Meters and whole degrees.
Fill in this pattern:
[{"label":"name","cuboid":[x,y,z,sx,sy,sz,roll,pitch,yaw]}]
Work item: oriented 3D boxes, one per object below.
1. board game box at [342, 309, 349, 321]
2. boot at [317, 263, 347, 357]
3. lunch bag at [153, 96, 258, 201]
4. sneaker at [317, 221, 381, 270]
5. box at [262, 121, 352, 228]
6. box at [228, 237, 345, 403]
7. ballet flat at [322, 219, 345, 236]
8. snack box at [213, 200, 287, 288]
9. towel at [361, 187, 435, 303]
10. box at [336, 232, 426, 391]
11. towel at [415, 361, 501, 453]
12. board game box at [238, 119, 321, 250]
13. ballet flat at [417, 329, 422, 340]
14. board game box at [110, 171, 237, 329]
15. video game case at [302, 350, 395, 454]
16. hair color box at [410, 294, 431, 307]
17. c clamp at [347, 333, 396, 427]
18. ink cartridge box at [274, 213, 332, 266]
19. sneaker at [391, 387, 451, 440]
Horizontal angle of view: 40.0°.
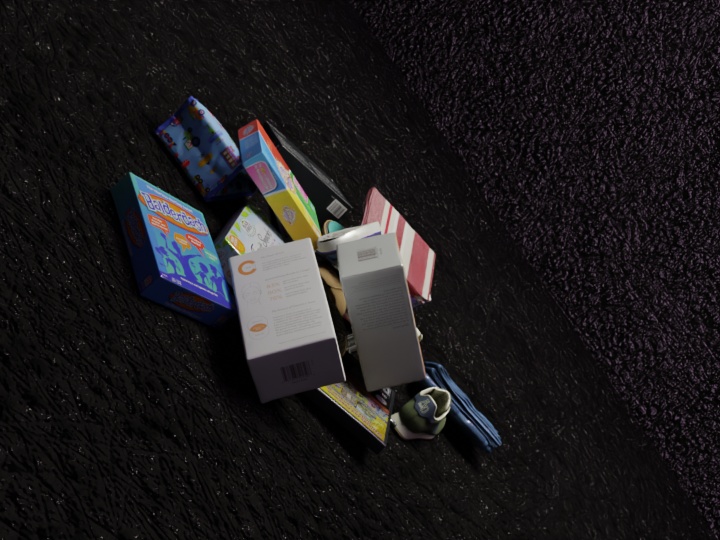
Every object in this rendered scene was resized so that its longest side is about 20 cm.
[{"label":"board game box","cuboid":[-0.007,0.077,1.817,0.200,0.019,0.103,40,14,-33]},{"label":"boot","cuboid":[-0.052,0.061,1.586,0.200,0.066,0.177,26,44,-79]},{"label":"lunch bag","cuboid":[-0.244,-0.203,1.711,0.151,0.094,0.200,53,11,6]},{"label":"sneaker","cuboid":[0.000,0.000,1.683,0.200,0.080,0.148,-24,102,-67]},{"label":"box","cuboid":[-0.124,-0.182,1.935,0.200,0.079,0.141,40,11,-31]},{"label":"box","cuboid":[-0.105,0.067,1.385,0.098,0.123,0.201,79,-4,-46]},{"label":"ballet flat","cuboid":[-0.024,-0.012,1.905,0.200,0.063,0.069,50,45,-24]},{"label":"snack box","cuboid":[-0.165,-0.019,1.580,0.142,0.053,0.200,47,17,-13]},{"label":"towel","cuboid":[0.071,-0.046,1.868,0.200,0.023,0.145,45,37,-27]},{"label":"box","cuboid":[0.032,0.064,1.536,0.125,0.097,0.202,-100,178,-64]},{"label":"towel","cuboid":[0.178,0.252,1.851,0.200,0.049,0.112,47,-10,-9]},{"label":"board game box","cuboid":[-0.136,-0.141,1.681,0.201,0.040,0.153,57,8,-29]},{"label":"ballet flat","cuboid":[0.078,0.136,1.754,0.068,0.067,0.200,43,21,-18]},{"label":"board game box","cuboid":[-0.260,-0.027,1.375,0.152,0.045,0.201,30,27,-49]},{"label":"video game case","cuboid":[-0.033,0.173,1.533,0.200,0.026,0.181,41,19,-8]},{"label":"hair color box","cuboid":[0.046,0.003,1.878,0.199,0.064,0.110,15,58,-51]},{"label":"c clamp","cuboid":[0.021,0.180,1.703,0.171,0.027,0.200,47,18,4]},{"label":"ink cartridge box","cuboid":[-0.113,-0.078,1.831,0.094,0.037,0.200,37,15,-32]},{"label":"sneaker","cuboid":[0.127,0.244,1.723,0.067,0.090,0.200,55,17,16]}]
